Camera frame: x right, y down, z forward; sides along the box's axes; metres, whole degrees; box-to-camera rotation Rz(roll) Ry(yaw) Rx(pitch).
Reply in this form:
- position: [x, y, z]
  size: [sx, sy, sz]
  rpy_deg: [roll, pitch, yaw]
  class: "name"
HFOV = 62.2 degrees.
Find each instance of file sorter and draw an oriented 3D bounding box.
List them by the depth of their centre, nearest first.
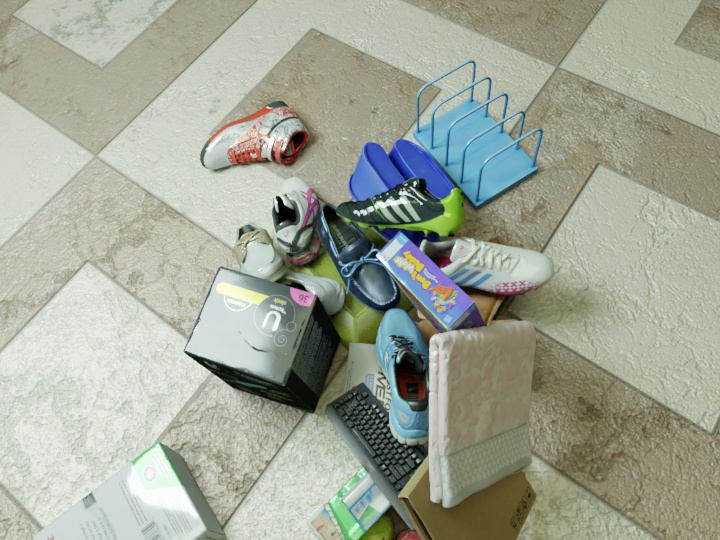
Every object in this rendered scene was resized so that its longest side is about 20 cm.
- position: [0.200, -0.241, 1.035]
  size: [0.137, 0.123, 0.201]
  rpy_deg: [-31, 64, -9]
  class: "file sorter"

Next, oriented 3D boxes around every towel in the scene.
- position: [0.152, 0.163, 0.718]
  size: [0.032, 0.198, 0.195]
  rpy_deg: [1, 92, 44]
  class: "towel"

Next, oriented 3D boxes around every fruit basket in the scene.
- position: [0.058, 0.337, 0.772]
  size: [0.185, 0.094, 0.200]
  rpy_deg: [-40, 68, -14]
  class: "fruit basket"

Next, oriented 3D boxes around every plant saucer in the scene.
- position: [0.000, 0.000, 0.975]
  size: [0.199, 0.048, 0.200]
  rpy_deg: [-40, 66, -13]
  class: "plant saucer"

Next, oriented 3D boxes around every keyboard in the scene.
- position: [0.055, 0.225, 0.777]
  size: [0.126, 0.021, 0.200]
  rpy_deg: [-23, 57, -32]
  class: "keyboard"

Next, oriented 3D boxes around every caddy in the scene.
- position: [0.065, -0.127, 0.998]
  size: [0.139, 0.106, 0.201]
  rpy_deg: [-11, 52, -30]
  class: "caddy"

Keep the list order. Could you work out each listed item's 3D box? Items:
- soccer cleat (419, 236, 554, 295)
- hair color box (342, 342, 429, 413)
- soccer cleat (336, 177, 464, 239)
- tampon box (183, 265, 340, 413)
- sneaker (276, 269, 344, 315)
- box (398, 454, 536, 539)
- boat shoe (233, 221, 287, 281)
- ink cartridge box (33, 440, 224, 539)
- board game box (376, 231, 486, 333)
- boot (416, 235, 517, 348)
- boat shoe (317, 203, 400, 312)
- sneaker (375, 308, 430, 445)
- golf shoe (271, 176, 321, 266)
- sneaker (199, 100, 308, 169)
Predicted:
- position: [0.176, -0.010, 0.862]
  size: [0.196, 0.087, 0.071]
  rpy_deg: [0, 57, 21]
  class: "soccer cleat"
- position: [0.075, 0.175, 0.869]
  size: [0.196, 0.064, 0.113]
  rpy_deg: [4, 62, 7]
  class: "hair color box"
- position: [0.057, -0.097, 0.876]
  size: [0.197, 0.067, 0.083]
  rpy_deg: [8, 102, 23]
  class: "soccer cleat"
- position: [-0.128, 0.104, 0.845]
  size: [0.147, 0.201, 0.128]
  rpy_deg: [15, 70, 13]
  class: "tampon box"
- position: [-0.124, 0.027, 0.932]
  size: [0.197, 0.080, 0.072]
  rpy_deg: [4, 84, 32]
  class: "sneaker"
- position: [0.139, 0.279, 0.734]
  size: [0.199, 0.021, 0.165]
  rpy_deg: [-36, 97, -47]
  class: "box"
- position: [-0.166, -0.025, 0.928]
  size: [0.074, 0.069, 0.200]
  rpy_deg: [-30, 20, -10]
  class: "boat shoe"
- position: [-0.310, 0.359, 0.804]
  size: [0.199, 0.084, 0.146]
  rpy_deg: [-36, 65, -12]
  class: "ink cartridge box"
- position: [0.106, 0.045, 0.788]
  size: [0.045, 0.200, 0.135]
  rpy_deg: [-43, 60, -1]
  class: "board game box"
- position: [0.162, 0.041, 0.931]
  size: [0.152, 0.077, 0.204]
  rpy_deg: [-3, 70, 9]
  class: "boot"
- position: [-0.013, -0.020, 0.920]
  size: [0.084, 0.069, 0.200]
  rpy_deg: [-38, 65, -13]
  class: "boat shoe"
- position: [0.068, 0.124, 0.797]
  size: [0.077, 0.091, 0.202]
  rpy_deg: [-5, 45, -7]
  class: "sneaker"
- position: [-0.110, -0.105, 0.995]
  size: [0.072, 0.093, 0.202]
  rpy_deg: [-22, 41, 8]
  class: "golf shoe"
- position: [-0.192, -0.229, 1.102]
  size: [0.200, 0.068, 0.108]
  rpy_deg: [-35, 62, -14]
  class: "sneaker"
